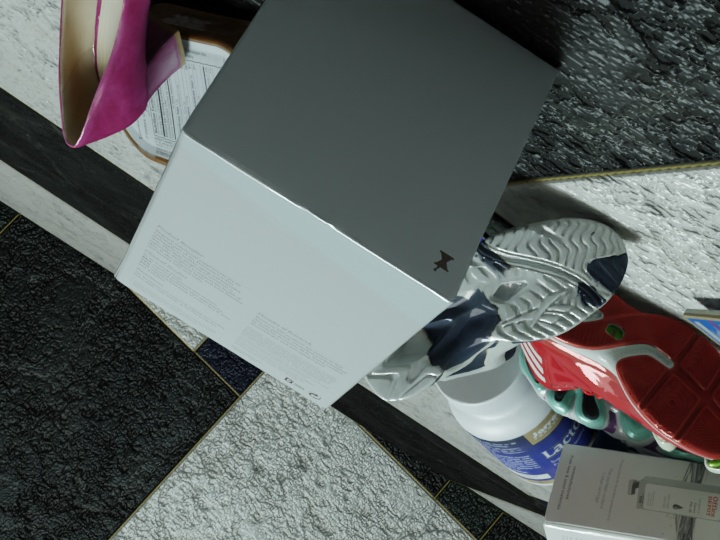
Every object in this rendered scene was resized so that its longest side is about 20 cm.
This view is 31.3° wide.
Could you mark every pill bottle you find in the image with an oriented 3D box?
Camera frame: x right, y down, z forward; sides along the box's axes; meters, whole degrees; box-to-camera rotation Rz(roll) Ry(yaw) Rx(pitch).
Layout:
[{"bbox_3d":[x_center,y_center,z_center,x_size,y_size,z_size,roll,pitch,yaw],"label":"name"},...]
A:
[{"bbox_3d":[0.149,0.119,1.214,0.115,0.117,0.200,22,167,38],"label":"pill bottle"}]

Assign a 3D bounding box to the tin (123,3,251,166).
[{"bbox_3d":[-0.111,-0.121,0.893,0.199,0.042,0.113,20,121,42],"label":"tin"}]

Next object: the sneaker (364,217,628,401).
[{"bbox_3d":[0.099,0.021,0.900,0.080,0.198,0.129,56,-161,4],"label":"sneaker"}]

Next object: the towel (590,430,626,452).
[{"bbox_3d":[0.301,0.199,1.180,0.198,0.112,0.049,26,155,20],"label":"towel"}]

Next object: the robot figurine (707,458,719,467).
[{"bbox_3d":[0.300,0.109,0.715,0.198,0.116,0.177,16,123,15],"label":"robot figurine"}]

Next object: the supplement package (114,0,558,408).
[{"bbox_3d":[-0.020,-0.048,0.703,0.151,0.152,0.200,31,153,-7],"label":"supplement package"}]

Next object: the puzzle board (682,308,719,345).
[{"bbox_3d":[0.324,0.079,0.838,0.199,0.018,0.150,35,169,-19],"label":"puzzle board"}]

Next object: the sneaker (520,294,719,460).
[{"bbox_3d":[0.202,0.076,0.978,0.200,0.078,0.116,42,166,12],"label":"sneaker"}]

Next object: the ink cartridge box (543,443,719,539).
[{"bbox_3d":[0.264,0.229,1.069,0.197,0.083,0.147,6,141,23],"label":"ink cartridge box"}]

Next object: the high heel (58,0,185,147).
[{"bbox_3d":[-0.169,-0.165,0.776,0.067,0.096,0.201,34,156,24],"label":"high heel"}]

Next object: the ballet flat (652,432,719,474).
[{"bbox_3d":[0.272,0.116,0.990,0.198,0.072,0.069,25,172,31],"label":"ballet flat"}]

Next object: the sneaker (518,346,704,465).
[{"bbox_3d":[0.228,0.123,1.122,0.198,0.078,0.140,28,168,15],"label":"sneaker"}]

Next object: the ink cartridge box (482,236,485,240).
[{"bbox_3d":[0.007,-0.054,1.050,0.199,0.037,0.095,16,162,46],"label":"ink cartridge box"}]
